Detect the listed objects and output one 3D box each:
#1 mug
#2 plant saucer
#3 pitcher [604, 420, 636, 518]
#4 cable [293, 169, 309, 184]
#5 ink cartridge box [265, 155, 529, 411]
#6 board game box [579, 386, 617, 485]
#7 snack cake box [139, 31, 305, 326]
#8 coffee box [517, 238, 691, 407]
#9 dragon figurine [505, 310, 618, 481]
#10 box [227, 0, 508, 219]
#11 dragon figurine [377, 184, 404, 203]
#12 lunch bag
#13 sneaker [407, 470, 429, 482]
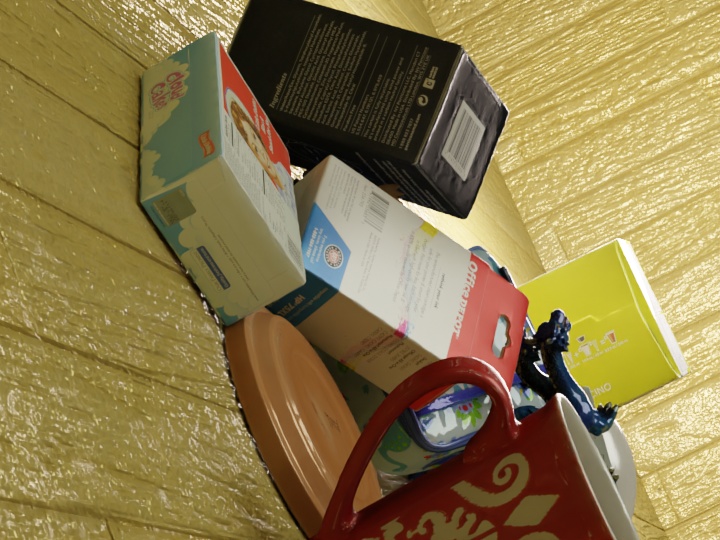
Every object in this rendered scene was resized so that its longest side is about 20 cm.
[{"bbox_3d":[0.055,0.160,1.278,0.179,0.199,0.133,65,11,14],"label":"mug"},{"bbox_3d":[-0.033,0.113,1.437,0.201,0.032,0.201,61,10,-18],"label":"plant saucer"},{"bbox_3d":[0.202,0.239,2.034,0.172,0.120,0.202,-143,-128,-79],"label":"pitcher"},{"bbox_3d":[0.000,0.000,1.838,0.201,0.050,0.163,62,10,-14],"label":"cable"},{"bbox_3d":[0.025,0.020,1.551,0.199,0.067,0.117,35,45,-18],"label":"ink cartridge box"},{"bbox_3d":[0.173,0.219,1.731,0.201,0.064,0.148,-100,-168,-48],"label":"board game box"},{"bbox_3d":[-0.098,-0.068,1.450,0.115,0.067,0.201,56,12,-28],"label":"snack cake box"},{"bbox_3d":[0.303,0.089,2.754,0.201,0.198,0.198,65,11,5],"label":"coffee box"},{"bbox_3d":[0.147,0.135,1.608,0.099,0.059,0.202,25,63,-36],"label":"dragon figurine"},{"bbox_3d":[0.001,-0.138,1.728,0.108,0.199,0.148,-68,157,-9],"label":"box"},{"bbox_3d":[-0.028,-0.035,1.705,0.198,0.100,0.059,15,48,-22],"label":"dragon figurine"},{"bbox_3d":[0.064,0.074,1.662,0.199,0.082,0.162,-11,73,-47],"label":"lunch bag"},{"bbox_3d":[0.071,0.167,1.707,0.088,0.076,0.200,2,36,-39],"label":"sneaker"}]
